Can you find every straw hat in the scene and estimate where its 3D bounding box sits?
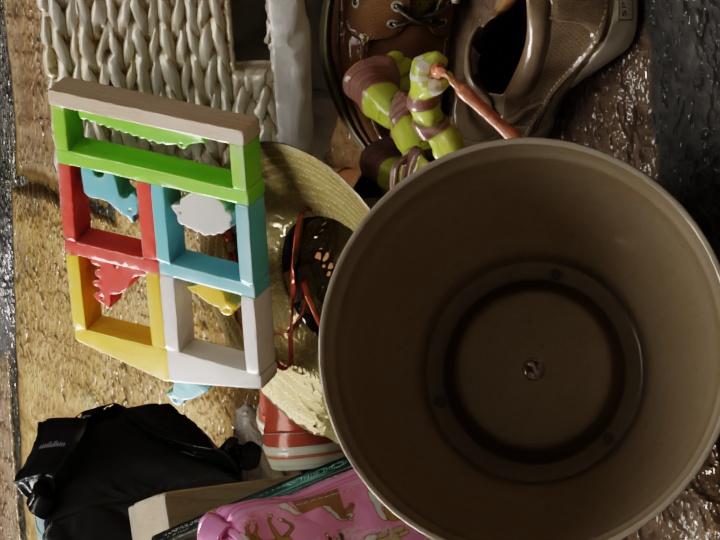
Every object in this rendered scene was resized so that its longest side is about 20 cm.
[{"bbox_3d":[0.000,0.000,1.641,0.201,0.085,0.202,31,134,38],"label":"straw hat"}]

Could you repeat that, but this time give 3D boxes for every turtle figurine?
[{"bbox_3d":[0.047,-0.042,1.535,0.201,0.064,0.161,60,171,-34],"label":"turtle figurine"}]

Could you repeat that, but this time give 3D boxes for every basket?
[{"bbox_3d":[-0.099,-0.166,1.728,0.200,0.160,0.200,-70,-24,-73],"label":"basket"}]

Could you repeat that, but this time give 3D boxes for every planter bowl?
[{"bbox_3d":[0.084,0.044,1.417,0.135,0.199,0.202,51,-149,-82],"label":"planter bowl"}]

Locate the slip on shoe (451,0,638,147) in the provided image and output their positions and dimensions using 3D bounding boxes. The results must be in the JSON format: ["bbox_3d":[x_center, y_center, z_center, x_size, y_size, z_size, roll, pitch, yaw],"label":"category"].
[{"bbox_3d":[0.081,-0.111,1.526,0.200,0.060,0.077,143,119,-65],"label":"slip on shoe"}]

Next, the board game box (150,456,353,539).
[{"bbox_3d":[-0.022,0.220,1.648,0.028,0.135,0.201,-86,-27,-78],"label":"board game box"}]

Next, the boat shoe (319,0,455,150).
[{"bbox_3d":[0.019,-0.160,1.652,0.068,0.072,0.201,11,110,61],"label":"boat shoe"}]

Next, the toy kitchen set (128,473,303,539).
[{"bbox_3d":[-0.044,0.231,1.752,0.163,0.179,0.201,151,111,-67],"label":"toy kitchen set"}]

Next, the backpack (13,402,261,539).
[{"bbox_3d":[-0.161,0.164,1.981,0.200,0.166,0.127,-139,45,-71],"label":"backpack"}]

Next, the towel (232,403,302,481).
[{"bbox_3d":[-0.057,0.199,1.969,0.201,0.034,0.133,-116,30,-41],"label":"towel"}]

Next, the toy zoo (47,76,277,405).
[{"bbox_3d":[-0.112,-0.008,1.652,0.130,0.020,0.201,14,125,24],"label":"toy zoo"}]

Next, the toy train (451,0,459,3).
[{"bbox_3d":[0.099,-0.204,1.450,0.116,0.084,0.201,40,132,42],"label":"toy train"}]

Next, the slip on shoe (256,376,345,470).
[{"bbox_3d":[-0.032,0.078,1.783,0.200,0.074,0.062,-83,-13,-84],"label":"slip on shoe"}]

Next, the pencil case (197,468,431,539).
[{"bbox_3d":[0.010,0.142,1.570,0.087,0.199,0.083,65,158,15],"label":"pencil case"}]

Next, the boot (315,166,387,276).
[{"bbox_3d":[-0.039,-0.047,1.825,0.155,0.076,0.201,-30,55,57],"label":"boot"}]
